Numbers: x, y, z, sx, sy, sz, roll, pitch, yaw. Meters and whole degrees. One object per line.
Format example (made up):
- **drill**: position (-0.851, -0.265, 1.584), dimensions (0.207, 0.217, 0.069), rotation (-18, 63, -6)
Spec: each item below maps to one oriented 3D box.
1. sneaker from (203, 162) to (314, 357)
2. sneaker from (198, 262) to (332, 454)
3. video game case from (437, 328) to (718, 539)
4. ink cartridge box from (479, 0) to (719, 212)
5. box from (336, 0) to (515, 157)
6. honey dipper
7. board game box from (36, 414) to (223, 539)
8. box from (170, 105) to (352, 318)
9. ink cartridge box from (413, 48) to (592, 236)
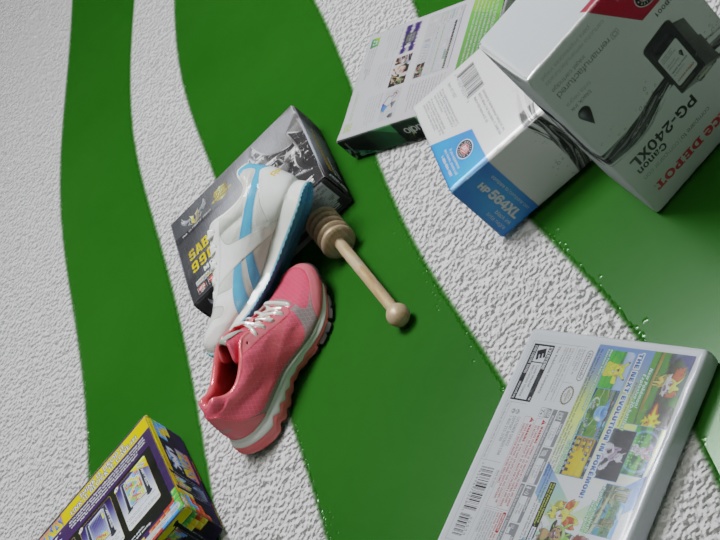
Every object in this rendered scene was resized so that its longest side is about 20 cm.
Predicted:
- **sneaker**: position (-0.117, -0.009, 1.524), dimensions (0.080, 0.076, 0.201), rotation (23, 93, 11)
- **sneaker**: position (-0.092, 0.071, 1.455), dimensions (0.073, 0.087, 0.201), rotation (-6, 56, 46)
- **video game case**: position (0.161, 0.142, 1.151), dimensions (0.182, 0.022, 0.201), rotation (5, 63, 52)
- **ink cartridge box**: position (0.214, -0.163, 1.204), dimensions (0.145, 0.200, 0.083), rotation (-49, 38, 5)
- **box**: position (0.072, -0.201, 1.551), dimensions (0.199, 0.036, 0.145), rotation (-13, 50, 45)
- **honey dipper**: position (0.000, 0.000, 1.460), dimensions (0.038, 0.038, 0.200), rotation (-47, 38, 7)
- **board game box**: position (-0.235, 0.266, 1.478), dimensions (0.200, 0.057, 0.165), rotation (-48, 32, 7)
- **box**: position (-0.110, -0.061, 1.628), dimensions (0.200, 0.048, 0.159), rotation (-43, 36, 14)
- **ink cartridge box**: position (0.159, -0.152, 1.358), dimensions (0.200, 0.084, 0.146), rotation (-40, 36, 17)
